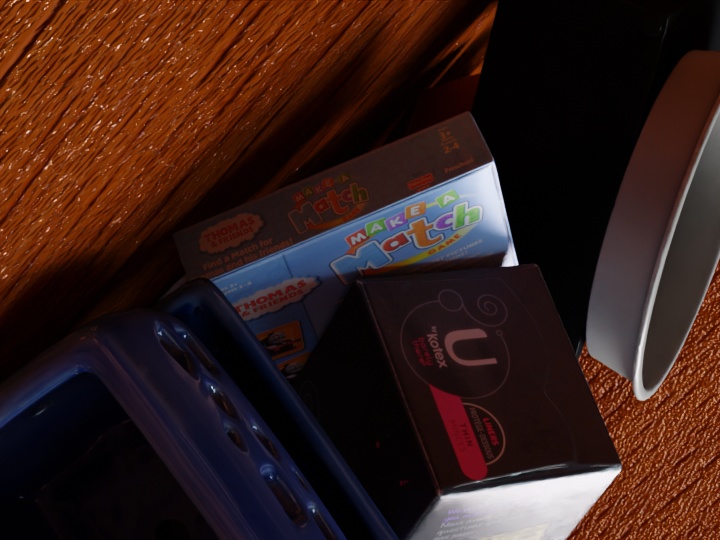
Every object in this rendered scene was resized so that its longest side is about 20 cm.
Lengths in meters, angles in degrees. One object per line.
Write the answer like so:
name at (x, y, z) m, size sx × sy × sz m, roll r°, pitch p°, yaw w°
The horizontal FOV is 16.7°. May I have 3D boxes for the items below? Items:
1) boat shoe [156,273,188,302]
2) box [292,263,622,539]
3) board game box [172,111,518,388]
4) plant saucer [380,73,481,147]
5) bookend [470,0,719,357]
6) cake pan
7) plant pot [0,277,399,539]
boat shoe at (-0.066, 0.030, 1.360) m, size 0.071 × 0.064 × 0.200 m, roll -44°, pitch 176°, yaw 11°
box at (0.026, 0.104, 1.210) m, size 0.106 × 0.123 × 0.200 m, roll -5°, pitch 147°, yaw -28°
board game box at (0.004, 0.012, 1.205) m, size 0.151 × 0.037 × 0.200 m, roll -22°, pitch 152°, yaw -1°
plant saucer at (0.000, 0.000, 1.425) m, size 0.200 × 0.037 × 0.200 m, roll -52°, pitch -166°, yaw 52°
bookend at (0.130, -0.079, 1.367) m, size 0.200 × 0.092 × 0.199 m, roll -36°, pitch 142°, yaw -63°
cake pan at (0.168, -0.030, 1.308) m, size 0.200 × 0.037 × 0.201 m, roll 20°, pitch 90°, yaw -75°
plant pot at (-0.101, 0.131, 1.070) m, size 0.200 × 0.200 × 0.180 m, roll -35°, pitch -177°, yaw 19°
